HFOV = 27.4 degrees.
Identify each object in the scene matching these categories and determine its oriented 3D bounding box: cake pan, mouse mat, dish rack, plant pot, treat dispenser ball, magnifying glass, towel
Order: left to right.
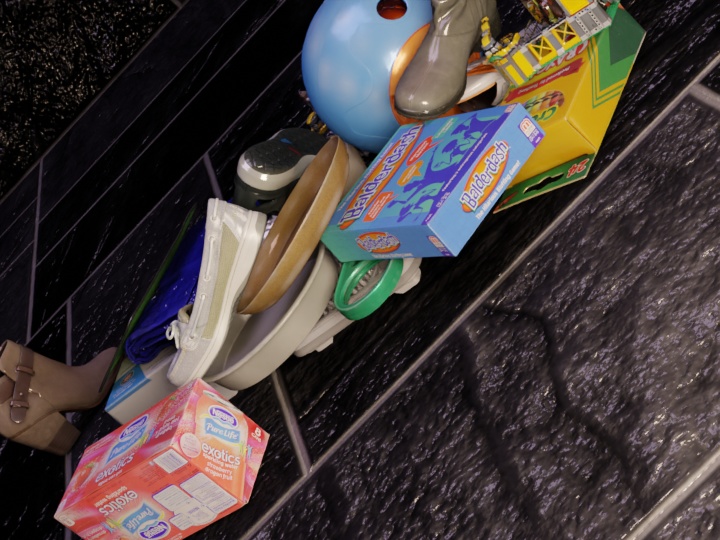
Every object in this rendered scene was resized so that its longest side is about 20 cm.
[{"bbox_3d":[-0.241,0.030,1.676,0.161,0.008,0.201,-57,8,50],"label":"mouse mat"},{"bbox_3d":[-0.181,0.003,1.633,0.147,0.050,0.200,-24,31,39],"label":"towel"},{"bbox_3d":[-0.095,0.043,1.522,0.200,0.037,0.201,-41,22,21],"label":"cake pan"},{"bbox_3d":[-0.062,-0.040,1.454,0.201,0.027,0.200,-58,11,18],"label":"plant pot"},{"bbox_3d":[-0.001,-0.012,1.454,0.080,0.022,0.200,-44,21,11],"label":"magnifying glass"},{"bbox_3d":[0.000,0.000,1.519,0.200,0.044,0.172,-36,25,30],"label":"dish rack"},{"bbox_3d":[0.035,-0.228,1.624,0.201,0.201,0.201,-40,22,20],"label":"treat dispenser ball"}]

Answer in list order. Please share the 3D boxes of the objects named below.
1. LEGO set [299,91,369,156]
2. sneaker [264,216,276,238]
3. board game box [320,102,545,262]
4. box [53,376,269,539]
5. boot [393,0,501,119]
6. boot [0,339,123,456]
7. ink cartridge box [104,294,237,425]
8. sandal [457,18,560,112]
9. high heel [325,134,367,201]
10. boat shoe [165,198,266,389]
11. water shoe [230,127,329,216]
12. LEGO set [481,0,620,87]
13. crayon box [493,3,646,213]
[{"bbox_3d":[-0.006,-0.237,1.810,0.200,0.116,0.154,-47,21,1],"label":"LEGO set"},{"bbox_3d":[-0.135,-0.039,1.796,0.200,0.085,0.073,-41,20,15],"label":"sneaker"},{"bbox_3d":[0.061,-0.079,1.381,0.152,0.045,0.200,-53,23,-22],"label":"board game box"},{"bbox_3d":[-0.197,0.205,1.471,0.200,0.103,0.095,-34,25,37],"label":"box"},{"bbox_3d":[0.080,-0.252,1.459,0.067,0.131,0.200,13,49,24],"label":"boot"},{"bbox_3d":[-0.409,0.140,1.930,0.070,0.146,0.200,-29,27,44],"label":"boot"},{"bbox_3d":[-0.199,0.087,1.699,0.144,0.085,0.200,-36,23,27],"label":"ink cartridge box"},{"bbox_3d":[0.165,-0.205,1.544,0.206,0.059,0.079,-34,20,-27],"label":"sandal"},{"bbox_3d":[-0.047,-0.084,1.710,0.143,0.071,0.200,-45,29,-10],"label":"high heel"},{"bbox_3d":[-0.153,0.026,1.463,0.075,0.064,0.203,-89,22,-67],"label":"boat shoe"},{"bbox_3d":[-0.084,-0.102,1.600,0.200,0.071,0.079,-22,-38,-60],"label":"water shoe"},{"bbox_3d":[0.174,-0.284,1.429,0.153,0.116,0.200,-25,23,44],"label":"LEGO set"},{"bbox_3d":[0.187,-0.156,1.412,0.127,0.051,0.201,-23,33,48],"label":"crayon box"}]
